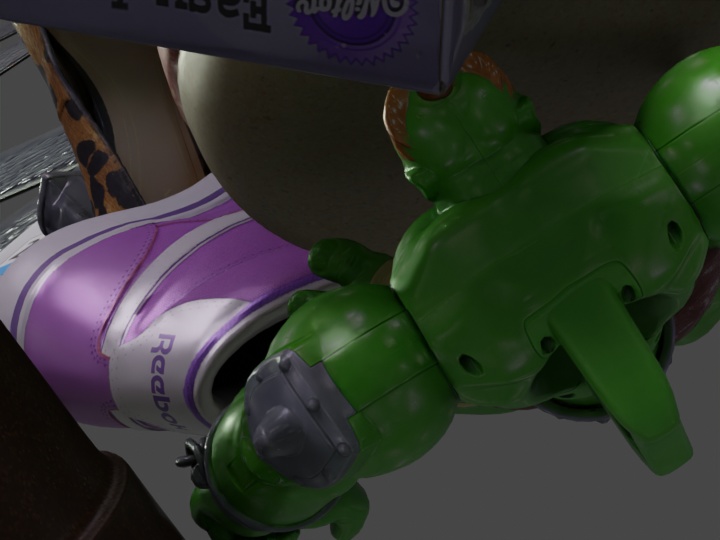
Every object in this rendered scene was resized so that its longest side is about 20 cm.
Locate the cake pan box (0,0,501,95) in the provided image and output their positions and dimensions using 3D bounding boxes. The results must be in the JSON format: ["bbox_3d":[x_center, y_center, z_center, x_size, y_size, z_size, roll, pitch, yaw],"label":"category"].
[{"bbox_3d":[-0.041,-0.112,0.577,0.200,0.052,0.184,10,35,14],"label":"cake pan box"}]

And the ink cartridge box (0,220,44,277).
[{"bbox_3d":[-0.052,-0.033,1.057,0.200,0.045,0.176,-20,16,39],"label":"ink cartridge box"}]

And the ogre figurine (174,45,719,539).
[{"bbox_3d":[0.045,0.000,0.581,0.200,0.098,0.120,-14,-5,3],"label":"ogre figurine"}]

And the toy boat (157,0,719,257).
[{"bbox_3d":[0.040,-0.087,0.683,0.200,0.131,0.131,-10,-32,-24],"label":"toy boat"}]

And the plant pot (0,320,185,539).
[{"bbox_3d":[-0.154,0.048,0.586,0.200,0.198,0.200,-28,11,6],"label":"plant pot"}]

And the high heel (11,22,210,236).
[{"bbox_3d":[-0.070,-0.074,0.890,0.071,0.200,0.143,-14,28,-27],"label":"high heel"}]

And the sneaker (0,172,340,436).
[{"bbox_3d":[0.000,0.001,0.777,0.114,0.073,0.200,9,30,41],"label":"sneaker"}]
